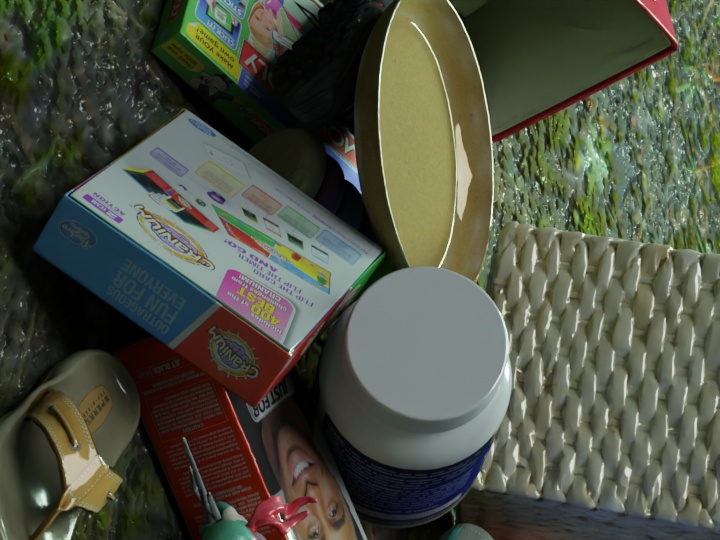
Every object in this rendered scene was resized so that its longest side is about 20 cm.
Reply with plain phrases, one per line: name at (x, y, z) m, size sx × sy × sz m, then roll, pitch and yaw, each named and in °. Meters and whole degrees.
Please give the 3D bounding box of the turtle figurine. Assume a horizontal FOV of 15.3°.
turtle figurine at (-0.068, 0.199, 1.439) m, size 0.150 × 0.101 × 0.200 m, roll -47°, pitch 127°, yaw -47°

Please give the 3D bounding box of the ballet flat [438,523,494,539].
ballet flat at (0.095, 0.242, 1.706) m, size 0.200 × 0.067 × 0.064 m, roll 66°, pitch 31°, yaw -32°

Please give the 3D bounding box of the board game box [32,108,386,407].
board game box at (-0.081, -0.012, 1.523) m, size 0.153 × 0.040 × 0.200 m, roll 36°, pitch 23°, yaw 4°

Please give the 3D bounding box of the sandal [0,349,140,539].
sandal at (-0.149, 0.097, 1.392) m, size 0.080 × 0.054 × 0.200 m, roll 62°, pitch 26°, yaw -18°

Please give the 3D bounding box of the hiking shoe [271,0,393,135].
hiking shoe at (0.009, -0.121, 1.709) m, size 0.101 × 0.076 × 0.200 m, roll 55°, pitch 25°, yaw -12°

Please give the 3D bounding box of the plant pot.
plant pot at (0.038, -0.077, 1.667) m, size 0.200 × 0.027 × 0.200 m, roll -5°, pitch 90°, yaw -69°

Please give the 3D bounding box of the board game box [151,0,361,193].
board game box at (-0.046, -0.129, 1.748) m, size 0.200 × 0.029 × 0.135 m, roll 41°, pitch 36°, yaw -27°

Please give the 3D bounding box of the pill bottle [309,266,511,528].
pill bottle at (0.029, 0.075, 1.601) m, size 0.200 × 0.116 × 0.116 m, roll 104°, pitch -23°, yaw -69°

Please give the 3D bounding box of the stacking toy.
stacking toy at (0.000, 0.000, 1.701) m, size 0.200 × 0.085 × 0.085 m, roll 43°, pitch 36°, yaw -31°

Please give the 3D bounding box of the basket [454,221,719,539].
basket at (0.168, 0.090, 1.779) m, size 0.161 × 0.198 × 0.200 m, roll 66°, pitch 34°, yaw -72°

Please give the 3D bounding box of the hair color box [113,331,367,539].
hair color box at (-0.062, 0.117, 1.550) m, size 0.200 × 0.061 × 0.102 m, roll 68°, pitch 24°, yaw -7°

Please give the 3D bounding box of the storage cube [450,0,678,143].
storage cube at (0.109, -0.235, 2.003) m, size 0.171 × 0.200 × 0.180 m, roll 41°, pitch 31°, yaw -46°
